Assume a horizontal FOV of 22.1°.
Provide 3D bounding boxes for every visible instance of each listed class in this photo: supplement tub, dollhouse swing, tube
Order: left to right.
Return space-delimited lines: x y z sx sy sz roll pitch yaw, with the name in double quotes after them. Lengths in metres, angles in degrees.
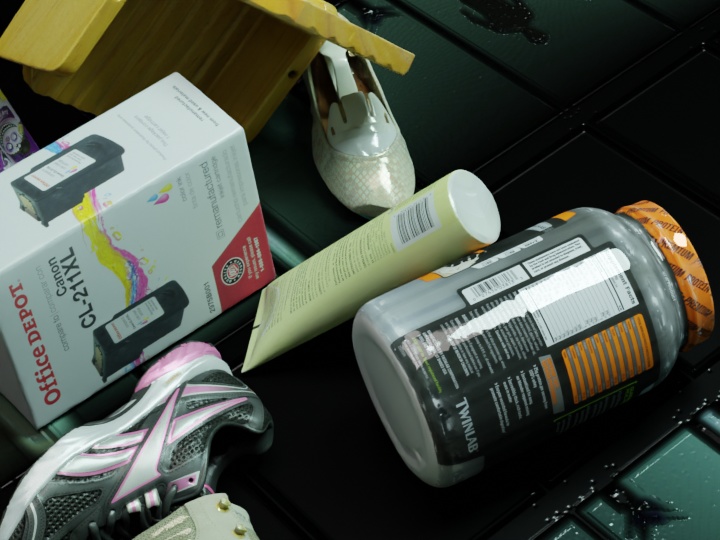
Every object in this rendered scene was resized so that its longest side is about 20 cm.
-0.098 -0.137 1.261 0.182 0.200 0.176 -52 55 14 "dollhouse swing"
0.000 0.000 1.187 0.200 0.052 0.058 -29 -8 33 "tube"
0.106 0.039 1.123 0.199 0.123 0.123 -24 46 -14 "supplement tub"

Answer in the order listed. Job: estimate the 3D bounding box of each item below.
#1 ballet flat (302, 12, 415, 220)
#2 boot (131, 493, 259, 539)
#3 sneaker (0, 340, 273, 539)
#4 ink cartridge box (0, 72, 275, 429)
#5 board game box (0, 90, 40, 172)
-0.011 -0.118 1.345 0.067 0.063 0.200 -16 45 -6 "ballet flat"
-0.040 0.187 1.042 0.199 0.072 0.155 -20 43 -8 "boot"
-0.131 0.128 1.115 0.086 0.080 0.200 34 65 24 "sneaker"
-0.167 -0.012 1.209 0.200 0.146 0.083 -33 50 -21 "ink cartridge box"
-0.279 -0.022 1.259 0.032 0.120 0.200 1 44 32 "board game box"
